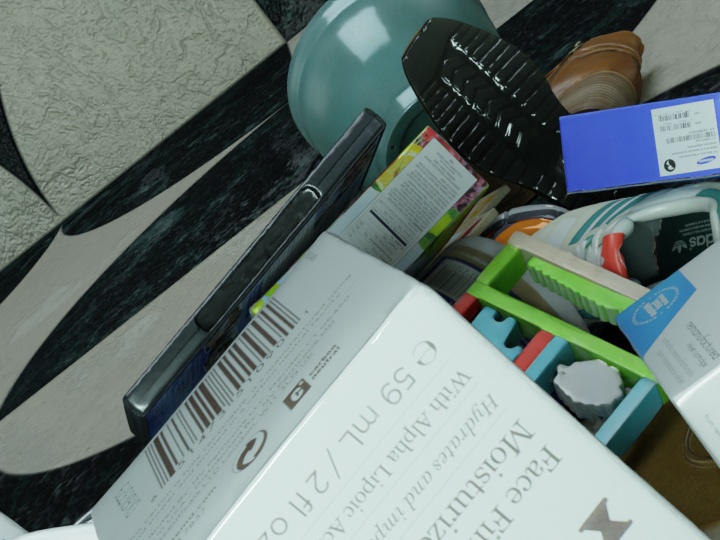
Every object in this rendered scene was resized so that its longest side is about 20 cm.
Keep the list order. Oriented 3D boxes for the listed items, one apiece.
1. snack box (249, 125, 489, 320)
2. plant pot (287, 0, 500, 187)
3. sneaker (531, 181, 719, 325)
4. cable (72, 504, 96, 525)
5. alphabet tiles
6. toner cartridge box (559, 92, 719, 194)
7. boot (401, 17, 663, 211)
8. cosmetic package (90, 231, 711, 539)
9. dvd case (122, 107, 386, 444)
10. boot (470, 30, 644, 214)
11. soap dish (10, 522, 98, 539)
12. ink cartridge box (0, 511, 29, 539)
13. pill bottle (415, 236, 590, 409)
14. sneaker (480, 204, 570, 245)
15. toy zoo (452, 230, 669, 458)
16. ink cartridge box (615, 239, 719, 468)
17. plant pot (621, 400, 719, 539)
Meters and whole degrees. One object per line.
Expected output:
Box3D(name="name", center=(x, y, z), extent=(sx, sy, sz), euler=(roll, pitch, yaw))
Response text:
Box3D(name="snack box", center=(0.000, 0.000, 0.991), extent=(0.142, 0.053, 0.200), euler=(-45, -3, -7))
Box3D(name="plant pot", center=(0.050, -0.143, 1.463), extent=(0.200, 0.200, 0.135), euler=(-37, 42, 5))
Box3D(name="sneaker", center=(0.145, -0.010, 0.957), extent=(0.199, 0.071, 0.093), euler=(-15, -7, 40))
Box3D(name="cable", center=(-0.158, 0.208, 1.136), extent=(0.200, 0.069, 0.199), euler=(-48, 17, -32))
Box3D(name="alphabet tiles", center=(0.025, 0.012, 1.146), extent=(0.166, 0.006, 0.200), euler=(-47, 6, -19))
Box3D(name="toner cartridge box", center=(0.196, -0.072, 0.939), extent=(0.094, 0.044, 0.199), euler=(-4, 3, 33))
Box3D(name="boot", center=(0.102, -0.094, 1.158), extent=(0.078, 0.200, 0.138), euler=(-50, 11, -1))
Box3D(name="cosmetic package", center=(0.022, 0.117, 0.680), extent=(0.165, 0.200, 0.165), euler=(-50, 15, -3))
Box3D(name="dvd case", center=(-0.059, 0.007, 0.923), extent=(0.200, 0.018, 0.143), euler=(-51, -3, -13))
Box3D(name="boot", center=(0.141, -0.121, 1.371), extent=(0.198, 0.074, 0.155), euler=(-17, 26, 27))
Box3D(name="soap dish", center=(-0.111, 0.217, 0.809), extent=(0.156, 0.082, 0.201), euler=(-9, 46, 12))
Box3D(name="ink cartridge box", center=(-0.195, 0.239, 0.942), extent=(0.199, 0.084, 0.146), euler=(24, 60, 39))
Box3D(name="pill bottle", center=(0.031, 0.085, 0.951), extent=(0.200, 0.116, 0.116), euler=(-44, 16, -17))
Box3D(name="sneaker", center=(0.071, 0.042, 1.088), extent=(0.200, 0.077, 0.112), euler=(-40, 15, 43))
Box3D(name="toy zoo", center=(0.070, 0.076, 0.851), extent=(0.131, 0.021, 0.200), euler=(26, 66, 39))
Box3D(name="ink cartridge box", center=(0.219, 0.002, 0.739), extent=(0.199, 0.068, 0.116), euler=(-37, 16, 6))
Box3D(name="plant pot", center=(0.184, 0.076, 0.791), extent=(0.199, 0.028, 0.200), euler=(-35, 16, 11))
